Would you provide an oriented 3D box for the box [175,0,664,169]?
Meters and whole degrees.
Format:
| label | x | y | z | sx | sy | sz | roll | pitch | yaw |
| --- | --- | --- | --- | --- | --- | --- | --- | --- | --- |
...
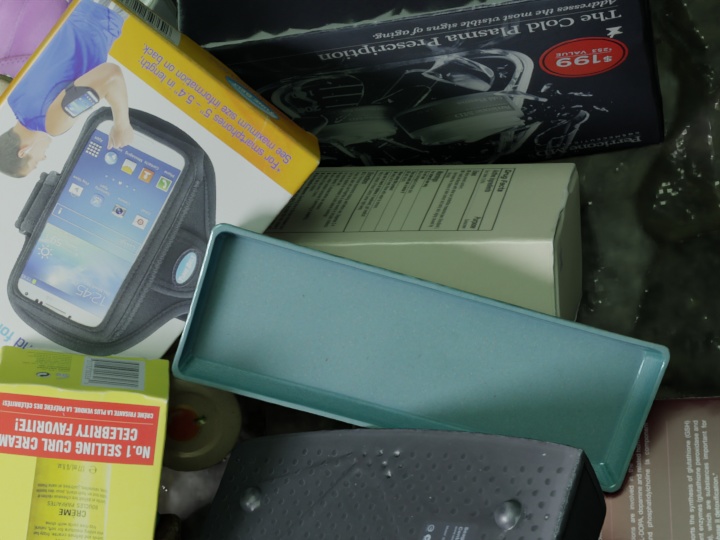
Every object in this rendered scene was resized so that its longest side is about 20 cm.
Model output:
| label | x | y | z | sx | sy | sz | roll | pitch | yaw |
| --- | --- | --- | --- | --- | --- | --- | --- | --- | --- |
| box | 0.034 | -0.124 | 0.827 | 0.199 | 0.182 | 0.105 | -7 | 72 | 11 |

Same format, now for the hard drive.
| label | x | y | z | sx | sy | sz | roll | pitch | yaw |
| --- | --- | --- | --- | --- | --- | --- | --- | --- | --- |
| hard drive | 0.004 | 0.131 | 0.709 | 0.199 | 0.042 | 0.135 | -5 | 57 | 46 |

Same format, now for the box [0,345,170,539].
| label | x | y | z | sx | sy | sz | roll | pitch | yaw |
| --- | --- | --- | --- | --- | --- | --- | --- | --- | --- |
| box | -0.124 | 0.135 | 0.743 | 0.075 | 0.050 | 0.201 | 7 | 105 | -9 |

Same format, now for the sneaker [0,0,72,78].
| label | x | y | z | sx | sy | sz | roll | pitch | yaw |
| --- | --- | --- | --- | --- | --- | --- | --- | --- | --- |
| sneaker | -0.196 | -0.070 | 0.835 | 0.114 | 0.073 | 0.201 | 28 | 85 | 13 |

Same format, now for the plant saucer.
| label | x | y | z | sx | sy | sz | roll | pitch | yaw |
| --- | --- | --- | --- | --- | --- | --- | --- | --- | --- |
| plant saucer | 0.026 | 0.036 | 0.742 | 0.199 | 0.019 | 0.070 | 16 | 107 | -8 |

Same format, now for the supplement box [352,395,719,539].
| label | x | y | z | sx | sy | sz | roll | pitch | yaw |
| --- | --- | --- | --- | --- | --- | --- | --- | --- | --- |
| supplement box | 0.098 | 0.118 | 0.793 | 0.199 | 0.061 | 0.110 | -3 | 71 | 12 |

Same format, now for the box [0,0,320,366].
| label | x | y | z | sx | sy | sz | roll | pitch | yaw |
| --- | --- | --- | --- | --- | --- | --- | --- | --- | --- |
| box | -0.123 | -0.010 | 0.744 | 0.119 | 0.042 | 0.200 | 36 | 100 | -14 |

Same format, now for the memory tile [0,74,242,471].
| label | x | y | z | sx | sy | sz | roll | pitch | yaw |
| --- | --- | --- | --- | --- | --- | --- | --- | --- | --- |
| memory tile | -0.141 | 0.010 | 0.779 | 0.152 | 0.017 | 0.201 | -13 | 108 | 1 |

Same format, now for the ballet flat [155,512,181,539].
| label | x | y | z | sx | sy | sz | roll | pitch | yaw |
| --- | --- | --- | --- | --- | --- | --- | --- | --- | --- |
| ballet flat | -0.135 | 0.205 | 0.827 | 0.065 | 0.071 | 0.200 | 40 | 87 | -5 |

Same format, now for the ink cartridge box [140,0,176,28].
| label | x | y | z | sx | sy | sz | roll | pitch | yaw |
| --- | --- | --- | --- | --- | --- | --- | --- | --- | --- |
| ink cartridge box | -0.196 | -0.077 | 0.919 | 0.146 | 0.083 | 0.201 | 30 | 81 | 21 |

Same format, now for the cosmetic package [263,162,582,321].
| label | x | y | z | sx | sy | sz | roll | pitch | yaw |
| --- | --- | --- | --- | --- | --- | --- | --- | --- | --- |
| cosmetic package | 0.000 | 0.000 | 0.828 | 0.199 | 0.105 | 0.071 | 1 | 113 | 15 |
